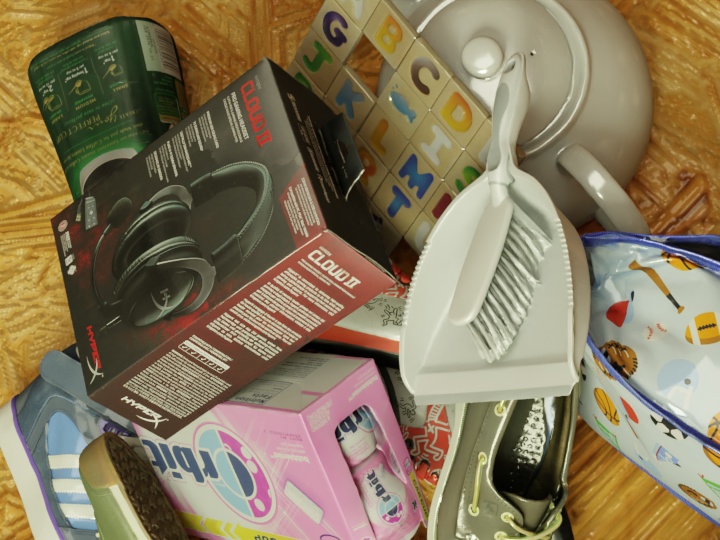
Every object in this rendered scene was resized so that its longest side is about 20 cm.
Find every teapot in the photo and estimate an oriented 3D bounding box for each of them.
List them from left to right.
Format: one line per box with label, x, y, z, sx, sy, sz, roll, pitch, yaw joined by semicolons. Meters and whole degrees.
teapot;0.095;-0.113;1.111;0.200;0.146;0.198;4;81;15

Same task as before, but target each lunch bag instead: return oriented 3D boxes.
lunch bag;0.202;0.063;1.031;0.200;0.170;0.124;32;76;19

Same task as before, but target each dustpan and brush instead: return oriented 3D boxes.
dustpan and brush;0.081;-0.028;0.985;0.140;0.057;0.200;-9;56;50

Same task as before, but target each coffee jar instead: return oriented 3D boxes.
coffee jar;-0.157;-0.068;1.199;0.104;0.085;0.200;-22;74;17

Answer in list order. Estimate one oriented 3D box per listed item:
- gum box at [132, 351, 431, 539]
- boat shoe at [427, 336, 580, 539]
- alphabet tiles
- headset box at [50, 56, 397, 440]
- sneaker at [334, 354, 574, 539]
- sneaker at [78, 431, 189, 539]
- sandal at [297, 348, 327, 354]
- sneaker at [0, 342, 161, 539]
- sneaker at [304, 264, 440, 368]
gum box;-0.052;0.113;1.073;0.200;0.066;0.114;2;120;49
boat shoe;0.088;0.126;1.018;0.060;0.072;0.202;21;106;60
alphabet tiles;0.026;-0.073;1.095;0.008;0.167;0.200;-30;74;-37
headset box;-0.078;-0.018;1.029;0.200;0.077;0.149;-35;49;19
sneaker;0.050;0.121;1.120;0.108;0.067;0.201;-32;70;8
sneaker;-0.143;0.208;1.090;0.090;0.067;0.200;-36;77;9
sandal;-0.047;0.004;1.175;0.082;0.050;0.203;25;87;18
sneaker;-0.150;0.131;1.162;0.146;0.081;0.200;-36;67;10
sneaker;-0.001;0.000;1.091;0.201;0.067;0.108;10;80;22
